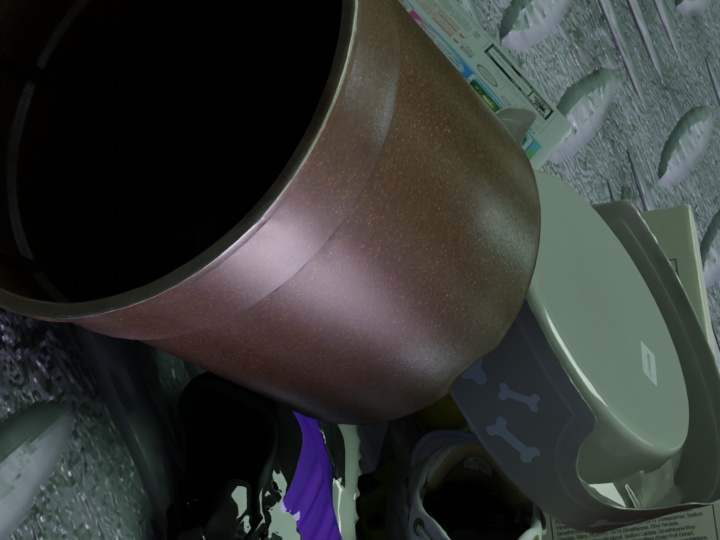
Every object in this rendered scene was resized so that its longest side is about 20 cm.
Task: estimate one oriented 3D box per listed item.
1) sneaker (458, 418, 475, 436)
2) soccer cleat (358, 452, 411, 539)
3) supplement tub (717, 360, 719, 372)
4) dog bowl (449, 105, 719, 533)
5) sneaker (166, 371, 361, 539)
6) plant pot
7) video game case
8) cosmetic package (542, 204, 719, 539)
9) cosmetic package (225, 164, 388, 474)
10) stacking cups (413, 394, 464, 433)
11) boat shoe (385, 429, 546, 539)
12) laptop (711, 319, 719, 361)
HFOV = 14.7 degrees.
[{"bbox_3d":[0.022,0.000,1.304,0.200,0.072,0.072,52,21,-18],"label":"sneaker"},{"bbox_3d":[0.035,0.175,1.308,0.081,0.067,0.201,55,23,-40],"label":"soccer cleat"},{"bbox_3d":[0.160,0.161,1.477,0.132,0.131,0.201,-3,76,-69],"label":"supplement tub"},{"bbox_3d":[0.091,0.027,1.247,0.200,0.059,0.201,45,28,-32],"label":"dog bowl"},{"bbox_3d":[-0.040,0.131,1.164,0.099,0.069,0.201,19,52,-55],"label":"sneaker"},{"bbox_3d":[-0.039,-0.040,1.090,0.198,0.199,0.201,37,40,-52],"label":"plant pot"},{"bbox_3d":[0.021,-0.120,1.472,0.200,0.024,0.182,47,23,-1],"label":"video game case"},{"bbox_3d":[0.130,0.077,1.377,0.071,0.105,0.201,62,23,-68],"label":"cosmetic package"},{"bbox_3d":[-0.048,-0.004,1.262,0.083,0.050,0.201,-73,140,-64],"label":"cosmetic package"},{"bbox_3d":[0.000,0.000,1.353,0.200,0.060,0.061,49,30,-36],"label":"stacking cups"},{"bbox_3d":[0.052,0.106,1.230,0.200,0.070,0.070,-102,-163,-69],"label":"boat shoe"},{"bbox_3d":[0.151,0.132,1.573,0.116,0.199,0.188,157,-84,-77],"label":"laptop"}]
